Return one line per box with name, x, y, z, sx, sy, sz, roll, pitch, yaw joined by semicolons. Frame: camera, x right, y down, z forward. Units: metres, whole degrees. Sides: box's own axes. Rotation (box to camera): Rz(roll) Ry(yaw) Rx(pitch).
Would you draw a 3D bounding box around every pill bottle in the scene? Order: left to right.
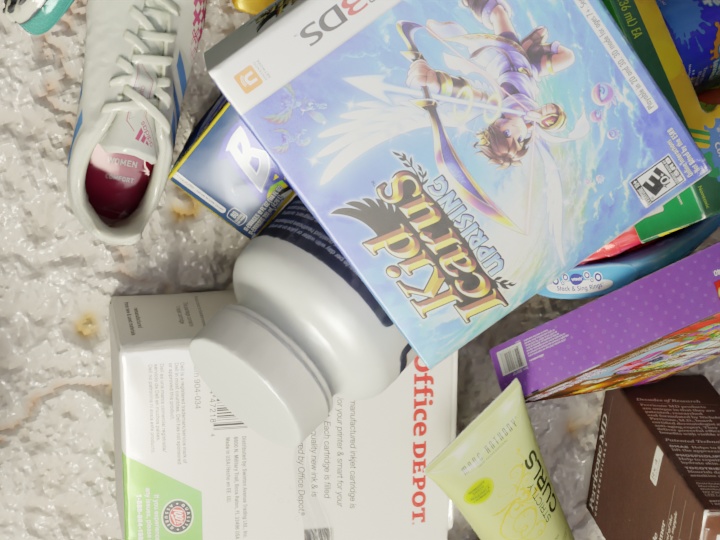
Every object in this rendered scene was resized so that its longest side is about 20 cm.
pill bottle;0.000;0.000;1.199;0.200;0.111;0.111;-46;115;-22

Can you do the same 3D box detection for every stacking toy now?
stacking toy;0.128;-0.093;1.245;0.110;0.116;0.201;-35;111;-43

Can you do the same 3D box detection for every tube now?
tube;0.091;0.141;1.313;0.052;0.058;0.200;-3;146;18

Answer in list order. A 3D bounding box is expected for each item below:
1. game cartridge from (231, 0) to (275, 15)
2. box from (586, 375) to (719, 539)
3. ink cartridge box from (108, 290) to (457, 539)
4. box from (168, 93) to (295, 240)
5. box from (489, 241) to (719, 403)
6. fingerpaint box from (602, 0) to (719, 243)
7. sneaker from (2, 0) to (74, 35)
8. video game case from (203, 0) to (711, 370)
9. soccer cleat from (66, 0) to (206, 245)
game cartridge;0.024;-0.223;1.224;0.176;0.032;0.201;15;106;-16
box;0.202;0.145;1.307;0.075;0.200;0.101;4;109;-10
ink cartridge box;-0.048;0.090;1.298;0.199;0.084;0.146;-3;111;-10
box;-0.022;-0.115;1.203;0.064;0.070;0.200;36;115;-10
box;0.191;0.027;1.250;0.136;0.200;0.039;-6;75;-41
fingerpaint box;0.197;-0.141;1.201;0.166;0.073;0.201;-23;90;-27
sneaker;-0.102;-0.185;1.136;0.200;0.077;0.080;-42;109;-22
video game case;0.050;-0.080;1.092;0.181;0.045;0.200;-35;109;6
soccer cleat;-0.123;-0.109;1.207;0.069;0.086;0.201;5;109;-13
